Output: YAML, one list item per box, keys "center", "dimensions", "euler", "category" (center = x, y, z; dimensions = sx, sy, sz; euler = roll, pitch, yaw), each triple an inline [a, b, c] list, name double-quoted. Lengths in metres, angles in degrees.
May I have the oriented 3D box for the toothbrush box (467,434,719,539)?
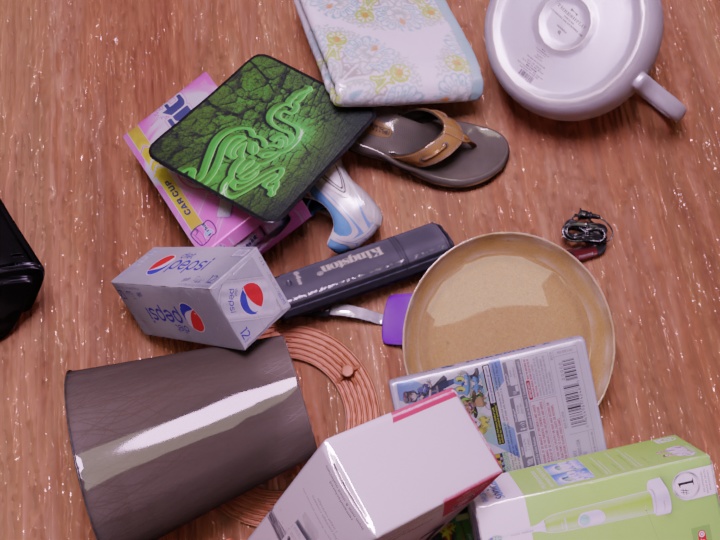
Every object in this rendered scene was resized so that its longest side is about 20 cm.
- center: [0.199, 0.237, 0.828]
  dimensions: [0.196, 0.086, 0.149]
  euler: [-13, 93, -2]
  category: "toothbrush box"

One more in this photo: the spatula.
- center: [-0.014, 0.042, 0.995]
  dimensions: [0.196, 0.021, 0.058]
  euler: [6, 67, 8]
  category: "spatula"

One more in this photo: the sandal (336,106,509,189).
- center: [0.065, -0.144, 1.039]
  dimensions: [0.196, 0.055, 0.083]
  euler: [19, 66, -5]
  category: "sandal"

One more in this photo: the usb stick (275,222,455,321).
- center: [0.000, 0.000, 0.993]
  dimensions: [0.197, 0.033, 0.056]
  euler: [-19, 46, -10]
  category: "usb stick"

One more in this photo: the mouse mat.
- center: [-0.094, -0.139, 0.988]
  dimensions: [0.159, 0.008, 0.201]
  euler: [28, 54, 15]
  category: "mouse mat"

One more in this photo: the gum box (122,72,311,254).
- center: [-0.147, -0.095, 1.019]
  dimensions: [0.113, 0.066, 0.201]
  euler: [-37, 60, -2]
  category: "gum box"

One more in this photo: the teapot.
- center: [0.235, -0.248, 1.043]
  dimensions: [0.194, 0.145, 0.205]
  euler: [-5, 89, 25]
  category: "teapot"

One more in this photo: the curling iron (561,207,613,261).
- center: [0.163, -0.013, 1.001]
  dimensions: [0.196, 0.026, 0.050]
  euler: [-20, 73, -5]
  category: "curling iron"

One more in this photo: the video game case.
- center: [0.132, 0.177, 0.878]
  dimensions: [0.179, 0.022, 0.204]
  euler: [-12, 92, -1]
  category: "video game case"

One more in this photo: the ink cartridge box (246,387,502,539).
- center: [0.003, 0.199, 0.805]
  dimensions: [0.144, 0.201, 0.086]
  euler: [-15, 63, -39]
  category: "ink cartridge box"

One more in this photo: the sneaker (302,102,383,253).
- center: [-0.049, -0.107, 1.039]
  dimensions: [0.072, 0.072, 0.202]
  euler: [-33, 63, 3]
  category: "sneaker"

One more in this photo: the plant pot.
- center: [0.136, 0.067, 0.911]
  dimensions: [0.195, 0.027, 0.205]
  euler: [0, 84, -1]
  category: "plant pot"

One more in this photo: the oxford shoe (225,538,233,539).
- center: [-0.125, 0.281, 0.809]
  dimensions: [0.072, 0.200, 0.072]
  euler: [-31, 86, -6]
  category: "oxford shoe"

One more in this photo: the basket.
- center: [-0.146, 0.143, 0.883]
  dimensions: [0.196, 0.137, 0.182]
  euler: [-17, 55, -7]
  category: "basket"

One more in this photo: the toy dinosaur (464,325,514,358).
- center: [0.146, 0.093, 0.940]
  dimensions: [0.099, 0.058, 0.203]
  euler: [20, 69, 12]
  category: "toy dinosaur"

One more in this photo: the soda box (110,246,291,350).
- center: [-0.154, 0.022, 0.923]
  dimensions: [0.063, 0.069, 0.198]
  euler: [-43, 25, -30]
  category: "soda box"

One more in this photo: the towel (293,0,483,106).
- center: [0.026, -0.253, 1.075]
  dimensions: [0.168, 0.049, 0.202]
  euler: [-8, 52, -17]
  category: "towel"

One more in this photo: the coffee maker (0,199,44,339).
- center: [-0.414, -0.044, 0.974]
  dimensions: [0.133, 0.193, 0.201]
  euler: [-27, 67, -26]
  category: "coffee maker"

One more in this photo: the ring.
- center: [-0.078, 0.146, 0.956]
  dimensions: [0.196, 0.019, 0.204]
  euler: [-2, 67, 4]
  category: "ring"
